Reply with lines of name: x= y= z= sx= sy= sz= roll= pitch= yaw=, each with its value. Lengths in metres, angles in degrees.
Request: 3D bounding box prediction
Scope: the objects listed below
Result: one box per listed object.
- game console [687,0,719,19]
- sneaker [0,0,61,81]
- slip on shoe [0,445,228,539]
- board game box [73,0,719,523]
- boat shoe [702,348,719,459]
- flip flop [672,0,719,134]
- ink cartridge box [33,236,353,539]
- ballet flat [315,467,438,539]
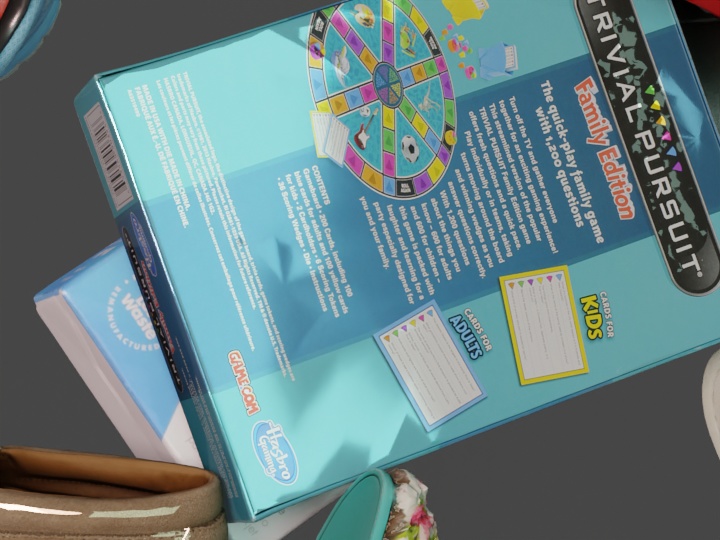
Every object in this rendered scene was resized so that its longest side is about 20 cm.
game console: x=0.132 y=-0.167 z=0.903 sx=0.177 sy=0.031 sz=0.200 roll=21 pitch=49 yaw=-37
sneaker: x=-0.176 y=-0.057 z=0.848 sx=0.078 sy=0.090 sz=0.200 roll=40 pitch=78 yaw=-8
slip on shoe: x=-0.139 y=0.072 z=0.828 sx=0.200 sy=0.076 sz=0.061 roll=16 pitch=109 yaw=12
board game box: x=0.024 y=-0.020 z=0.849 sx=0.200 sy=0.047 sz=0.151 roll=-19 pitch=89 yaw=-17
boat shoe: x=0.186 y=0.109 z=0.868 sx=0.062 sy=0.073 sz=0.200 roll=-18 pitch=82 yaw=-35
flip flop: x=0.135 y=-0.092 z=0.955 sx=0.081 sy=0.058 sz=0.200 roll=-22 pitch=76 yaw=-7
ink cartridge box: x=0.000 y=0.000 z=0.901 sx=0.200 sy=0.067 sz=0.116 roll=-35 pitch=94 yaw=-15
ballet flat: x=-0.014 y=0.159 z=0.777 sx=0.064 sy=0.076 sz=0.200 roll=33 pitch=71 yaw=-18
